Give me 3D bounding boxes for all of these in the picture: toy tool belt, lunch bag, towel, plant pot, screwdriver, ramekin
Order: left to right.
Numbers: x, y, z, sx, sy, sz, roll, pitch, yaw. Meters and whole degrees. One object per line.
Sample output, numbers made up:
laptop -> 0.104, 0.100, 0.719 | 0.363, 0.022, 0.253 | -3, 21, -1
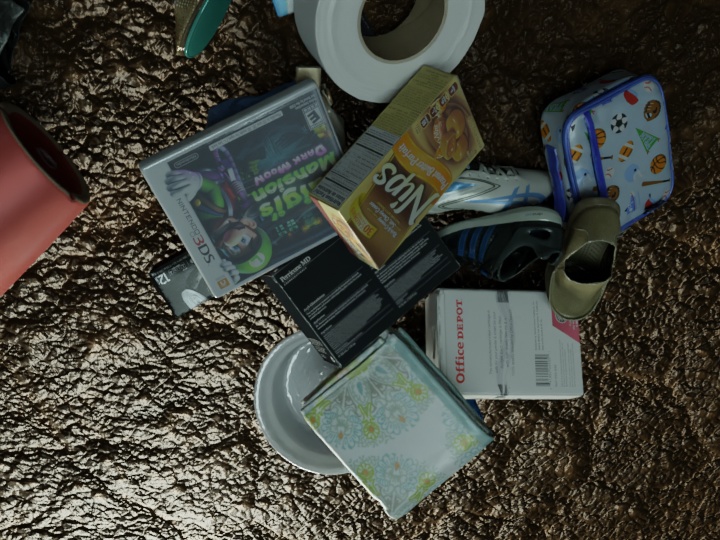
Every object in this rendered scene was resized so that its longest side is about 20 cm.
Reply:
plant pot -> -0.420, -0.080, 0.850 | 0.177, 0.200, 0.201 | -36, 118, 1
toy tool belt -> -0.122, -0.161, 0.864 | 0.199, 0.125, 0.123 | -16, 141, 9
screwdriver -> -0.042, -0.317, 0.817 | 0.029, 0.028, 0.200 | -52, 135, -2
ramekin -> -0.037, 0.168, 1.045 | 0.200, 0.098, 0.201 | 1, 96, 10
towel -> 0.042, 0.190, 0.962 | 0.171, 0.048, 0.200 | -42, 88, 13
lunch bag -> 0.307, -0.135, 0.945 | 0.160, 0.076, 0.200 | -29, 121, -12

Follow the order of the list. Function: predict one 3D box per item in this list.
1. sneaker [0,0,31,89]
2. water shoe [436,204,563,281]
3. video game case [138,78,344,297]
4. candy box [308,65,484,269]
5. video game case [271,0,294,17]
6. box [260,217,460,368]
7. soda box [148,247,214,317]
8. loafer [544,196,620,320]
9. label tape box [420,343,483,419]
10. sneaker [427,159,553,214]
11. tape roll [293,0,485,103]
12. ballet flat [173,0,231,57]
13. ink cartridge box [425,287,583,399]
sneaker -> -0.435, -0.215, 0.837 | 0.104, 0.060, 0.200 | 18, 112, -11
water shoe -> 0.161, -0.024, 0.965 | 0.200, 0.079, 0.071 | -18, 152, 40
video game case -> -0.107, -0.084, 0.821 | 0.200, 0.023, 0.182 | -28, 128, -8
candy box -> 0.045, -0.114, 0.843 | 0.200, 0.055, 0.115 | -50, 140, -12
video game case -> -0.021, -0.378, 0.822 | 0.199, 0.018, 0.143 | -19, 120, 4
box -> 0.000, 0.000, 0.940 | 0.200, 0.079, 0.141 | -39, 104, -15
soda box -> -0.148, -0.025, 0.905 | 0.200, 0.071, 0.063 | -31, 103, -5
loafer -> 0.272, -0.001, 0.942 | 0.076, 0.068, 0.200 | 7, 136, 10
label tape box -> 0.063, 0.220, 1.143 | 0.200, 0.063, 0.144 | -34, 117, 11
sneaker -> 0.154, -0.112, 0.963 | 0.199, 0.072, 0.073 | -4, 126, -6
tape roll -> 0.031, -0.286, 0.814 | 0.202, 0.071, 0.203 | -15, 134, -16
ballet flat -> -0.159, -0.324, 0.810 | 0.065, 0.071, 0.200 | 40, 117, 0
ink cartridge box -> 0.192, 0.103, 1.044 | 0.199, 0.085, 0.146 | 2, 77, -10
